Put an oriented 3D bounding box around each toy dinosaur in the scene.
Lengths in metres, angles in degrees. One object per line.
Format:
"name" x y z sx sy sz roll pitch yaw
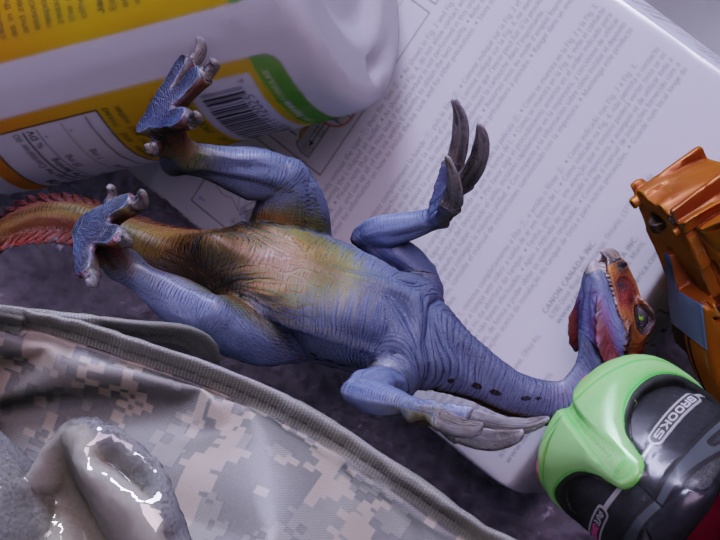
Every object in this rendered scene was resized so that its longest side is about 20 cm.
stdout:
"toy dinosaur" 0.000 0.000 0.797 0.181 0.199 0.106 32 74 -29

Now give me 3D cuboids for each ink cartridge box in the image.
"ink cartridge box" 0.034 -0.044 0.865 0.200 0.057 0.163 39 100 25

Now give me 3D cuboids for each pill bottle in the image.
"pill bottle" -0.097 -0.089 0.836 0.199 0.111 0.112 -12 63 20

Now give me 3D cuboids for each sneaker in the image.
"sneaker" 0.138 0.095 0.753 0.199 0.077 0.084 23 18 -34

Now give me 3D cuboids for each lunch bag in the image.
"lunch bag" -0.067 0.104 0.746 0.199 0.164 0.118 31 55 9

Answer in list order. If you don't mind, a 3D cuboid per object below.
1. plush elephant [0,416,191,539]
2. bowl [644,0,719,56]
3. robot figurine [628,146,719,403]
"plush elephant" -0.126 0.098 0.594 0.199 0.164 0.156 14 73 -43
"bowl" 0.146 -0.101 0.900 0.199 0.090 0.203 0 92 11
"robot figurine" 0.170 0.025 0.820 0.145 0.201 0.058 -37 34 -10
